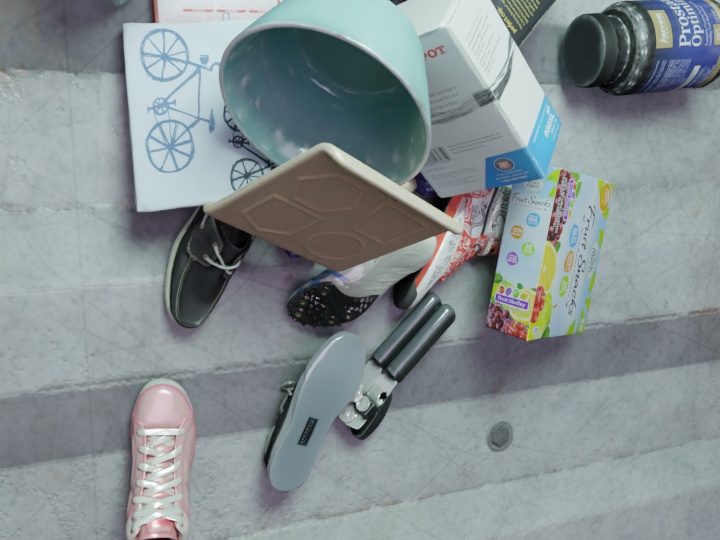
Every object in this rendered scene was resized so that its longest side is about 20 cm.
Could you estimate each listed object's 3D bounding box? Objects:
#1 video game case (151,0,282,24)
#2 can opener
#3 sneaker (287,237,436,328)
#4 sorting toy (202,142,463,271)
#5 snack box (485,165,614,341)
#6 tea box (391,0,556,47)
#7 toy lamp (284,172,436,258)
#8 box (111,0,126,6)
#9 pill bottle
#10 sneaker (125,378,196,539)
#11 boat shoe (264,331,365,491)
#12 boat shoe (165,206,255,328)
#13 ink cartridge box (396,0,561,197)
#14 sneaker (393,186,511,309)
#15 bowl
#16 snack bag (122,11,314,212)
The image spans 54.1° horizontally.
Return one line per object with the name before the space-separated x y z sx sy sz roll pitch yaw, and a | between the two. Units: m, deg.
video game case | -0.147 -0.225 0.757 0.139 0.017 0.206 -6 102 -21
can opener | 0.043 0.117 0.888 0.201 0.052 0.067 -50 147 -4
sneaker | 0.000 0.000 0.832 0.197 0.073 0.072 -32 121 7
sorting toy | -0.027 -0.057 0.681 0.183 0.197 0.038 24 63 -41
snack box | 0.242 -0.023 0.891 0.166 0.067 0.206 2 102 -50
tea box | 0.119 -0.357 0.775 0.200 0.133 0.198 43 83 -22
toy lamp | -0.001 -0.071 0.824 0.196 0.058 0.060 -25 108 -15
box | -0.217 -0.392 0.627 0.199 0.130 0.201 -44 106 -9
pill bottle | 0.361 -0.283 0.897 0.195 0.112 0.115 -10 104 -20
sneaker | -0.216 0.230 0.771 0.073 0.104 0.206 4 98 -19
boat shoe | -0.059 0.158 0.839 0.072 0.068 0.204 17 100 -27
boat shoe | -0.154 -0.027 0.761 0.071 0.067 0.204 21 98 -35
ink cartridge box | 0.099 -0.183 0.739 0.200 0.143 0.085 46 57 -32
sneaker | 0.125 -0.027 0.876 0.106 0.067 0.205 27 87 -21
bowl | -0.018 -0.175 0.639 0.199 0.199 0.107 35 58 -23
snack bag | -0.138 -0.163 0.715 0.194 0.021 0.195 -6 88 -6
